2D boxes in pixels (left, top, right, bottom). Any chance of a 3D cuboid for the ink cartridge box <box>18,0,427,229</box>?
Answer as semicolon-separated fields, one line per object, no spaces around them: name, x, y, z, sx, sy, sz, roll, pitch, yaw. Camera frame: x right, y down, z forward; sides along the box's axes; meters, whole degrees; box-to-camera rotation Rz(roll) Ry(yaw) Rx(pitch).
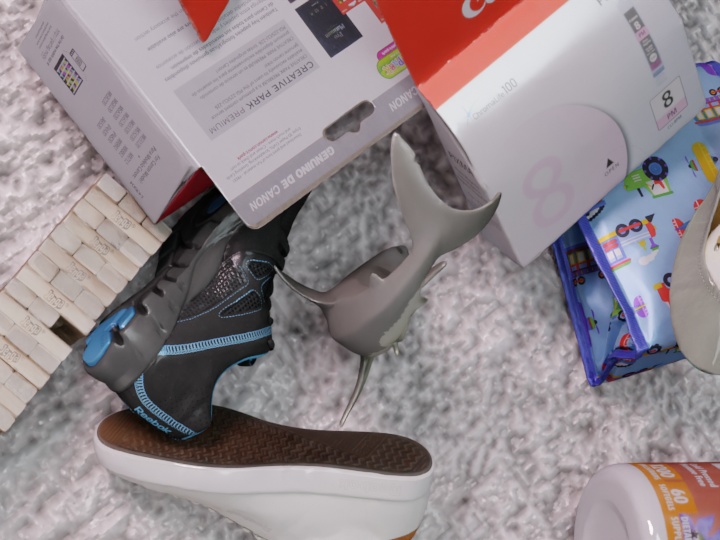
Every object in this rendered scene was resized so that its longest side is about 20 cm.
ink cartridge box;-0.063;-0.124;1.096;0.200;0.084;0.176;-37;87;-32

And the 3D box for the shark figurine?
shark figurine;-0.003;0.007;1.064;0.089;0.215;0.129;30;75;-2

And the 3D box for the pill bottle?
pill bottle;0.242;0.174;1.174;0.198;0.112;0.113;1;82;-19

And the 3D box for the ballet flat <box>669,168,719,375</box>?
ballet flat;0.235;-0.032;1.136;0.067;0.064;0.201;23;60;0

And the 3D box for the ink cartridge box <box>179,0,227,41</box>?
ink cartridge box;-0.058;-0.250;1.012;0.163;0.057;0.201;61;40;-45

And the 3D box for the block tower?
block tower;-0.188;0.032;1.076;0.054;0.058;0.200;41;71;-10

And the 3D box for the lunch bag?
lunch bag;0.194;-0.048;1.210;0.149;0.094;0.201;-15;78;-18

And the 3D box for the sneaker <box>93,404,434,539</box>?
sneaker;-0.060;0.134;1.099;0.198;0.073;0.085;10;118;-1

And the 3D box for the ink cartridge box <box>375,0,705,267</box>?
ink cartridge box;0.111;-0.123;1.095;0.162;0.057;0.201;-40;138;-12

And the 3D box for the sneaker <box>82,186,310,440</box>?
sneaker;-0.080;0.010;1.103;0.082;0.073;0.200;47;59;-17
